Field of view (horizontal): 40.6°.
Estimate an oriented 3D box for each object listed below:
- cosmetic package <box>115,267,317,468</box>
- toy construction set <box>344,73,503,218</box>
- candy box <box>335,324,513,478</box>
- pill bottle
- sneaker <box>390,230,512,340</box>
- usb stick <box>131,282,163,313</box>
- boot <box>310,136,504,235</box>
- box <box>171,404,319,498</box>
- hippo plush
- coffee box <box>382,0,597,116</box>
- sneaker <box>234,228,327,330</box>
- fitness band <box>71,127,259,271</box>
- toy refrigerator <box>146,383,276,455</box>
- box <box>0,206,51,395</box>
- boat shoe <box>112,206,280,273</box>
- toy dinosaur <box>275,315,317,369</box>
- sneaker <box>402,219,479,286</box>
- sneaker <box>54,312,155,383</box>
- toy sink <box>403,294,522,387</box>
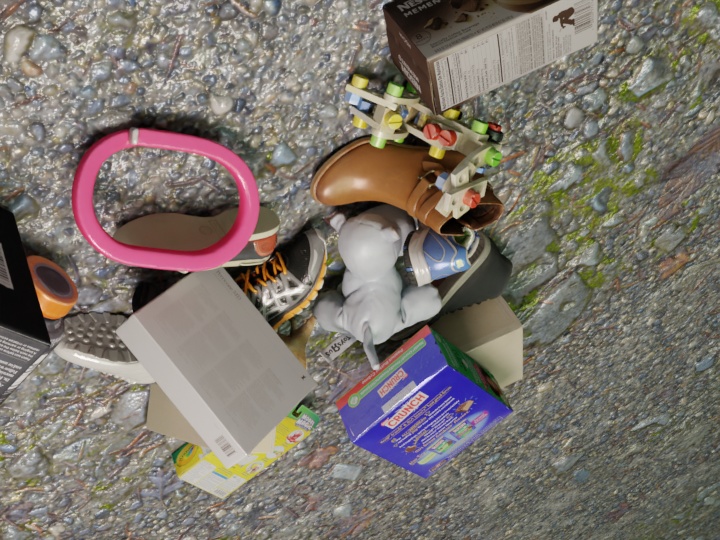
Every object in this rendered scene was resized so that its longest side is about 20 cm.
[{"bbox_3d":[-0.161,0.102,1.123,0.052,0.200,0.151,-37,-178,42],"label":"cosmetic package"},{"bbox_3d":[0.081,-0.147,1.077,0.131,0.200,0.092,-5,136,-50],"label":"toy construction set"},{"bbox_3d":[0.089,0.185,1.329,0.169,0.077,0.200,-40,140,12],"label":"candy box"},{"bbox_3d":[-0.395,0.075,1.056,0.200,0.106,0.106,-43,139,14],"label":"pill bottle"},{"bbox_3d":[0.129,0.040,1.378,0.200,0.075,0.106,-43,137,12],"label":"sneaker"},{"bbox_3d":[-0.196,0.085,1.187,0.033,0.056,0.200,-41,119,14],"label":"usb stick"},{"bbox_3d":[0.055,-0.086,1.136,0.199,0.156,0.077,-15,138,-19],"label":"boot"},{"bbox_3d":[-0.165,0.247,1.431,0.199,0.049,0.117,-35,140,9],"label":"box"},{"bbox_3d":[0.000,0.000,1.224,0.200,0.158,0.162,-33,122,-49],"label":"hippo plush"},{"bbox_3d":[0.138,-0.263,1.040,0.199,0.113,0.080,-25,140,-6],"label":"coffee box"},{"bbox_3d":[-0.116,0.024,1.209,0.077,0.078,0.200,29,111,-35],"label":"sneaker"},{"bbox_3d":[-0.201,-0.073,1.024,0.199,0.037,0.145,6,96,-30],"label":"fitness band"},{"bbox_3d":[-0.192,0.187,1.233,0.076,0.199,0.071,9,85,-39],"label":"toy refrigerator"},{"bbox_3d":[-0.423,0.046,0.934,0.196,0.200,0.124,-41,141,12],"label":"box"},{"bbox_3d":[-0.186,-0.028,1.116,0.199,0.071,0.063,-10,139,-30],"label":"boat shoe"},{"bbox_3d":[-0.092,0.097,1.272,0.058,0.101,0.200,-3,139,-38],"label":"toy dinosaur"},{"bbox_3d":[0.111,-0.046,1.196,0.076,0.200,0.076,-8,122,21],"label":"sneaker"},{"bbox_3d":[-0.285,0.105,1.189,0.199,0.077,0.081,10,135,-38],"label":"sneaker"},{"bbox_3d":[0.127,0.122,1.435,0.199,0.112,0.131,-23,139,-10],"label":"toy sink"}]
